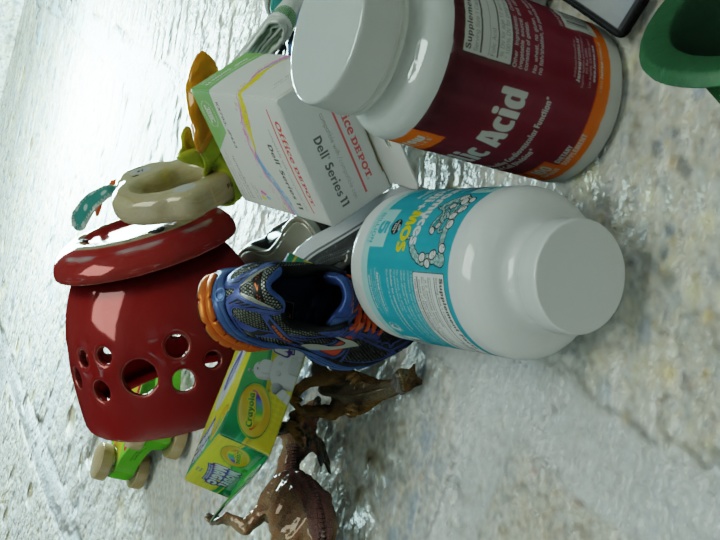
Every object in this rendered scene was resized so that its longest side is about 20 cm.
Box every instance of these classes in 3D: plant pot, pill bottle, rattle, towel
[{"bbox_3d":[-0.191,0.042,1.095,0.200,0.199,0.184,12,120,62],"label":"plant pot"},{"bbox_3d":[0.063,-0.132,0.749,0.114,0.199,0.115,-30,55,55],"label":"pill bottle"},{"bbox_3d":[0.084,-0.001,0.760,0.200,0.110,0.112,4,84,61],"label":"pill bottle"},{"bbox_3d":[-0.206,-0.112,1.056,0.199,0.143,0.130,9,48,41],"label":"rattle"},{"bbox_3d":[-0.057,-0.250,1.076,0.149,0.031,0.200,-34,18,52],"label":"towel"}]

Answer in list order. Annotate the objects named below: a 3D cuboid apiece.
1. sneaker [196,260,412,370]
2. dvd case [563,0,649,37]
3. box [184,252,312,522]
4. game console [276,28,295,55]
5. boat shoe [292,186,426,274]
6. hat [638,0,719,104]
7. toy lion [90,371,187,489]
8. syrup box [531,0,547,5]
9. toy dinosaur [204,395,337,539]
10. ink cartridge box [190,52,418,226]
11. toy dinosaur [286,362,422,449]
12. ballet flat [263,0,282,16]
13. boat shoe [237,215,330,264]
[{"bbox_3d":[-0.022,0.032,0.854,0.078,0.199,0.076,-20,72,46],"label":"sneaker"},{"bbox_3d":[0.128,-0.265,0.742,0.200,0.018,0.143,38,121,14],"label":"dvd case"},{"bbox_3d":[-0.087,0.098,0.930,0.117,0.048,0.201,129,161,-55],"label":"box"},{"bbox_3d":[-0.077,-0.206,1.119,0.200,0.118,0.174,-39,48,49],"label":"game console"},{"bbox_3d":[0.000,0.000,0.966,0.200,0.070,0.067,-31,52,45],"label":"boat shoe"},{"bbox_3d":[0.250,-0.075,0.581,0.200,0.176,0.165,-43,24,-12],"label":"hat"},{"bbox_3d":[-0.270,0.159,1.413,0.200,0.068,0.193,-40,40,49],"label":"toy lion"},{"bbox_3d":[0.086,-0.205,0.858,0.079,0.081,0.201,49,122,54],"label":"syrup box"},{"bbox_3d":[-0.051,0.200,0.971,0.136,0.085,0.200,-61,38,17],"label":"toy dinosaur"},{"bbox_3d":[-0.049,-0.107,0.921,0.200,0.067,0.118,18,138,56],"label":"ink cartridge box"},{"bbox_3d":[-0.019,0.100,0.970,0.200,0.106,0.061,9,119,58],"label":"toy dinosaur"},{"bbox_3d":[-0.054,-0.356,1.197,0.201,0.069,0.070,-68,30,22],"label":"ballet flat"},{"bbox_3d":[-0.063,-0.017,1.106,0.067,0.057,0.200,60,149,0],"label":"boat shoe"}]
